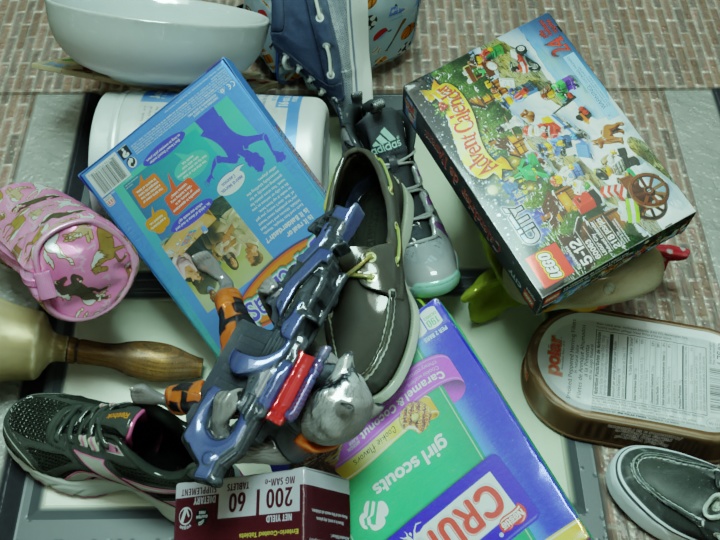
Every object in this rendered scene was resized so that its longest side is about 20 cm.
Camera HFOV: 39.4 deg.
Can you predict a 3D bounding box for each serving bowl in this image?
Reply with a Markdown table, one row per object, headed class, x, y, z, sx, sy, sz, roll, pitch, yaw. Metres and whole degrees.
| class | x | y | z | sx | sy | sz | roll | pitch | yaw |
| --- | --- | --- | --- | --- | --- | --- | --- | --- | --- |
| serving bowl | -0.182 | -0.205 | 0.906 | 0.197 | 0.067 | 0.200 | 6 | 20 | -2 |

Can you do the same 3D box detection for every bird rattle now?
| class | x | y | z | sx | sy | sz | roll | pitch | yaw |
| --- | --- | --- | --- | --- | --- | --- | --- | --- | --- |
| bird rattle | 0.183 | 0.001 | 0.826 | 0.197 | 0.115 | 0.163 | 0 | 15 | -6 |

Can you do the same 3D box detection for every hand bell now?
| class | x | y | z | sx | sy | sz | roll | pitch | yaw |
| --- | --- | --- | --- | --- | --- | --- | --- | --- | --- |
| hand bell | -0.227 | 0.065 | 0.818 | 0.197 | 0.105 | 0.105 | 8 | 52 | -9 |

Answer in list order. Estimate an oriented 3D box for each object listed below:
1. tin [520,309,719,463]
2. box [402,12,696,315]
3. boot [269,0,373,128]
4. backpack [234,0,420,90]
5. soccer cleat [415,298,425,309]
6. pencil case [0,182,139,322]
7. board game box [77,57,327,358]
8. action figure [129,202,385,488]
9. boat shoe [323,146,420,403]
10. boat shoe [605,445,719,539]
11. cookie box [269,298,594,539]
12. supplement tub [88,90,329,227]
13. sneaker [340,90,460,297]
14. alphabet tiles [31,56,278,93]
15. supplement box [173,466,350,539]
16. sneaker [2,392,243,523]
| class | x | y | z | sx | sy | sz | roll | pitch | yaw |
| --- | --- | --- | --- | --- | --- | --- | --- | --- | --- |
| tin | 0.231 | 0.089 | 0.820 | 0.197 | 0.042 | 0.113 | 9 | 49 | 7 |
| box | 0.138 | -0.085 | 0.762 | 0.135 | 0.038 | 0.201 | -28 | 70 | -10 |
| boot | -0.035 | -0.197 | 0.935 | 0.089 | 0.202 | 0.073 | -4 | 38 | 0 |
| backpack | -0.029 | -0.291 | 1.007 | 0.199 | 0.192 | 0.154 | -32 | 59 | -23 |
| soccer cleat | 0.050 | 0.111 | 0.788 | 0.080 | 0.068 | 0.202 | -17 | 54 | 3 |
| pencil case | -0.251 | -0.020 | 0.819 | 0.087 | 0.083 | 0.199 | -55 | 34 | -10 |
| board game box | -0.105 | -0.043 | 0.812 | 0.151 | 0.045 | 0.201 | -36 | 95 | 6 |
| action figure | -0.054 | 0.052 | 0.677 | 0.192 | 0.105 | 0.201 | 24 | 75 | 43 |
| boat shoe | 0.000 | 0.000 | 0.721 | 0.071 | 0.061 | 0.203 | -17 | 47 | 22 |
| boat shoe | 0.278 | 0.178 | 0.733 | 0.198 | 0.069 | 0.074 | 30 | 58 | 21 |
| cookie box | 0.043 | 0.153 | 0.694 | 0.170 | 0.075 | 0.201 | -36 | 57 | 5 |
| supplement tub | -0.128 | -0.091 | 0.894 | 0.197 | 0.133 | 0.133 | 3 | 53 | 1 |
| sneaker | 0.025 | -0.080 | 0.861 | 0.077 | 0.141 | 0.201 | -19 | 45 | -16 |
| alphabet tiles | -0.189 | -0.193 | 0.981 | 0.197 | 0.008 | 0.167 | 12 | 19 | 14 |
| supplement box | -0.064 | 0.235 | 0.636 | 0.108 | 0.061 | 0.203 | -13 | 67 | 28 |
| sneaker | -0.179 | 0.125 | 0.759 | 0.197 | 0.087 | 0.081 | 12 | 52 | 10 |
